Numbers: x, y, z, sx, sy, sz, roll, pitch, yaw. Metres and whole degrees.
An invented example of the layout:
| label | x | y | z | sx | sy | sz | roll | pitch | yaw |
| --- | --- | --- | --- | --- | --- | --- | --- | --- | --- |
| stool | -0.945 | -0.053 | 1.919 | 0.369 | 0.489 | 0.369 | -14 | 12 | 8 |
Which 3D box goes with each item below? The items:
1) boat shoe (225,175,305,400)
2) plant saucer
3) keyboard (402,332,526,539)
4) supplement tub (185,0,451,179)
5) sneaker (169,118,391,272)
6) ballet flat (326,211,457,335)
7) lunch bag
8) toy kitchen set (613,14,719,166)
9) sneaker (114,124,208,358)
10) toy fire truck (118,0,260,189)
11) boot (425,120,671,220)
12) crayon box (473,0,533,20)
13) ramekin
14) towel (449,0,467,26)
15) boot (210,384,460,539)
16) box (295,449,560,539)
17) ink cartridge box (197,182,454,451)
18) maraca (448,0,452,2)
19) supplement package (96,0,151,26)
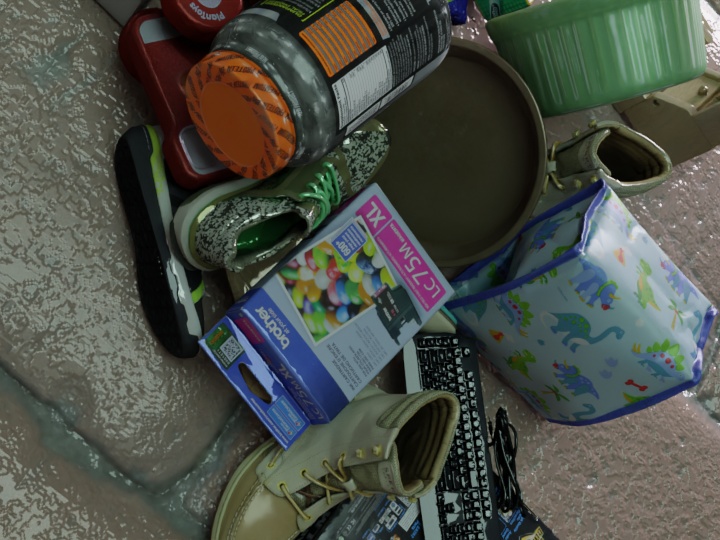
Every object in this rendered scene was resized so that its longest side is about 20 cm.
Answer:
| label | x | y | z | sx | sy | sz | roll | pitch | yaw |
| --- | --- | --- | --- | --- | --- | --- | --- | --- | --- |
| boat shoe | -0.079 | 0.008 | 1.070 | 0.071 | 0.065 | 0.203 | -5 | 83 | -8 |
| plant saucer | 0.071 | -0.104 | 1.120 | 0.029 | 0.198 | 0.202 | -21 | 88 | -64 |
| keyboard | 0.096 | 0.151 | 1.093 | 0.103 | 0.040 | 0.203 | -1 | 78 | -28 |
| supplement tub | -0.031 | -0.161 | 0.973 | 0.200 | 0.122 | 0.123 | -40 | 98 | -33 |
| sneaker | -0.046 | -0.050 | 0.996 | 0.199 | 0.088 | 0.077 | -34 | 126 | -18 |
| ballet flat | 0.000 | 0.000 | 1.120 | 0.200 | 0.069 | 0.070 | 47 | 62 | -8 |
| lunch bag | 0.184 | 0.043 | 1.126 | 0.170 | 0.199 | 0.128 | 45 | 43 | -12 |
| toy kitchen set | 0.349 | -0.248 | 1.285 | 0.163 | 0.180 | 0.201 | -39 | 97 | -30 |
| sneaker | -0.140 | -0.032 | 1.042 | 0.082 | 0.072 | 0.203 | -9 | 83 | -30 |
| toy fire truck | -0.096 | -0.163 | 1.057 | 0.199 | 0.112 | 0.170 | -19 | 84 | -38 |
| boot | 0.163 | -0.090 | 1.157 | 0.198 | 0.154 | 0.073 | 7 | 76 | -24 |
| crayon box | 0.118 | -0.359 | 1.219 | 0.201 | 0.058 | 0.119 | 57 | 47 | -22 |
| ramekin | 0.220 | -0.206 | 1.165 | 0.198 | 0.199 | 0.099 | -20 | 99 | -29 |
| towel | 0.043 | -0.342 | 1.220 | 0.146 | 0.049 | 0.203 | 7 | 76 | -25 |
| boot | -0.020 | 0.167 | 1.009 | 0.200 | 0.154 | 0.072 | -51 | 118 | -27 |
| box | 0.055 | 0.248 | 1.094 | 0.199 | 0.050 | 0.201 | 45 | 61 | -12 |
| ink cartridge box | -0.023 | 0.036 | 1.031 | 0.200 | 0.042 | 0.120 | -43 | 103 | -26 |
| maraca | 0.007 | -0.291 | 1.098 | 0.198 | 0.107 | 0.138 | 12 | 48 | -28 |
| supplement package | -0.164 | -0.328 | 1.070 | 0.117 | 0.117 | 0.201 | 42 | 63 | -11 |
